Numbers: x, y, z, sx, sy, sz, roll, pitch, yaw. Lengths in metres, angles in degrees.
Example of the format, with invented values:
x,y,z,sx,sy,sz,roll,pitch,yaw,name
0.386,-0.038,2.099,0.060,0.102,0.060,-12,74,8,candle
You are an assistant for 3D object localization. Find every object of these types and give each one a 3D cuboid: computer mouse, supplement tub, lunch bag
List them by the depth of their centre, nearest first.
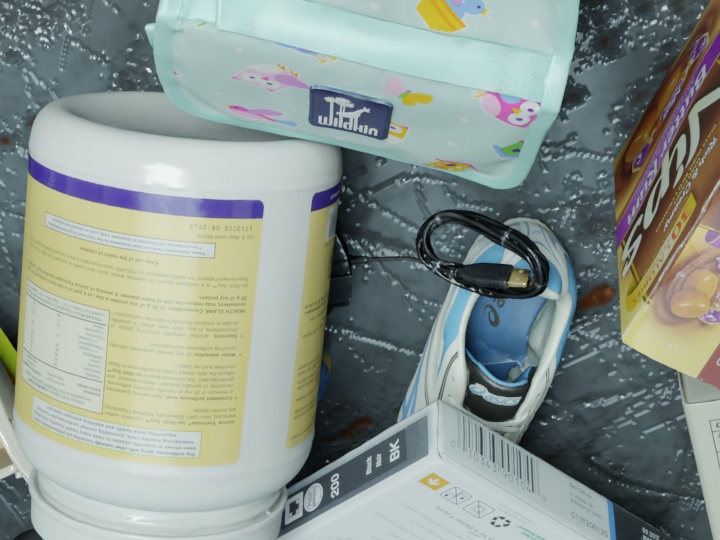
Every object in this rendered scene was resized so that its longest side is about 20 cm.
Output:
x,y,z,sx,sy,sz,roll,pitch,yaw,name
0.007,-0.113,0.701,0.170,0.200,0.122,14,111,-1,lunch bag
-0.088,0.025,0.766,0.145,0.145,0.201,8,105,4,supplement tub
0.000,0.000,0.814,0.199,0.034,0.059,-2,109,32,computer mouse

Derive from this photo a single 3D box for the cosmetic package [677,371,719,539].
x,y,z,sx,sy,sz,roll,pitch,yaw,name
0.236,0.129,0.860,0.103,0.073,0.201,-11,113,11,cosmetic package

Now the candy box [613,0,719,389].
x,y,z,sx,sy,sz,roll,pitch,yaw,name
0.163,-0.048,0.715,0.056,0.200,0.117,25,116,-6,candy box

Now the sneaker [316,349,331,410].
x,y,z,sx,sy,sz,roll,pitch,yaw,name
-0.101,0.098,0.889,0.088,0.075,0.200,40,113,-11,sneaker

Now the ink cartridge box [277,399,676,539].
x,y,z,sx,sy,sz,roll,pitch,yaw,name
0.045,0.164,0.875,0.198,0.044,0.200,32,132,-29,ink cartridge box

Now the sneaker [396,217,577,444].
x,y,z,sx,sy,sz,roll,pitch,yaw,name
0.061,0.069,0.856,0.072,0.073,0.201,14,118,-1,sneaker

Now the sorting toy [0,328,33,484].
x,y,z,sx,sy,sz,roll,pitch,yaw,name
-0.263,0.055,0.882,0.199,0.107,0.181,-24,99,25,sorting toy

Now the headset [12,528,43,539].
x,y,z,sx,sy,sz,roll,pitch,yaw,name
-0.153,0.228,0.908,0.123,0.094,0.200,17,138,16,headset
